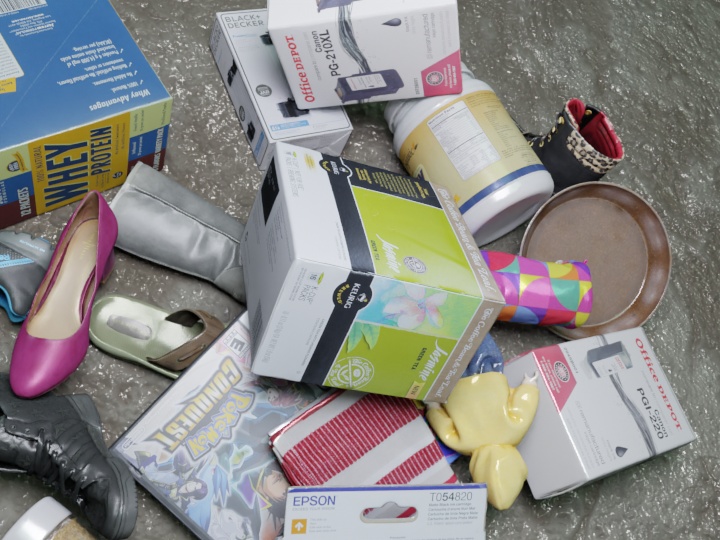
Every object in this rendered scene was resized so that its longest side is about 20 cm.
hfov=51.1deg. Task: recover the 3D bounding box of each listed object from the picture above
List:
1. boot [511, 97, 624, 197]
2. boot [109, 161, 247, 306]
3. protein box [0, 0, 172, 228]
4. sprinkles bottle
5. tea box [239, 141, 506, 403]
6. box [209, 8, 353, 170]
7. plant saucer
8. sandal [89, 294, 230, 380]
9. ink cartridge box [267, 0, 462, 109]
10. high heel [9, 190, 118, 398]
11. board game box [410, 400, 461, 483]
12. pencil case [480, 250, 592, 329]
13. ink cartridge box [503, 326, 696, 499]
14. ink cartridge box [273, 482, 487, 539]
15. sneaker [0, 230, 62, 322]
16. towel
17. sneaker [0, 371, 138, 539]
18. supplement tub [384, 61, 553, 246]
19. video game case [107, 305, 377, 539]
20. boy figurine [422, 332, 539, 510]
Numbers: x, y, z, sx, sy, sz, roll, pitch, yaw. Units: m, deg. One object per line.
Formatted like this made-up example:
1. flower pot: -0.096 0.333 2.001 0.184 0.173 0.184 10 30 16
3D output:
1. boot: 0.242 -0.169 0.979 0.073 0.151 0.200 -23 73 -28
2. boot: -0.162 -0.062 0.839 0.200 0.073 0.182 27 58 2
3. protein box: -0.339 -0.188 0.796 0.198 0.135 0.200 -27 75 -29
4. sprinkles bottle: -0.214 0.280 0.640 0.200 0.068 0.068 38 58 2
5. tea box: 0.000 0.000 0.715 0.196 0.134 0.200 12 33 -19
6. box: -0.103 -0.233 0.945 0.116 0.060 0.200 -13 69 -25
7. plant saucer: 0.288 -0.010 0.939 0.200 0.034 0.201 -1 95 -8
8. sandal: -0.181 0.072 0.763 0.201 0.057 0.080 15 58 -10
9. ink cartridge box: 0.009 -0.263 0.839 0.199 0.145 0.085 -4 64 9
10. high heel: -0.281 0.017 0.702 0.067 0.096 0.200 7 46 -3
11. board game box: 0.042 0.123 0.822 0.134 0.045 0.200 -29 76 -29
12. pencil case: 0.165 0.018 0.864 0.200 0.088 0.089 6 62 -10
13. ink cartridge box: 0.258 0.153 0.837 0.200 0.085 0.146 -5 66 -37
14. ink cartridge box: 0.017 0.290 0.687 0.199 0.041 0.201 5 89 -17
15. sneaker: -0.397 -0.016 0.724 0.200 0.073 0.082 19 59 -9
16. towel: 0.017 0.203 0.727 0.144 0.023 0.200 -33 99 -19
17. sneaker: -0.274 0.158 0.652 0.104 0.060 0.200 9 27 -43
18. supplement tub: 0.129 -0.143 0.931 0.144 0.144 0.200 -22 73 -27
19. video game case: -0.105 0.159 0.725 0.181 0.026 0.200 44 73 -3
20. boy figurine: 0.128 0.139 0.770 0.124 0.064 0.200 -21 71 11
